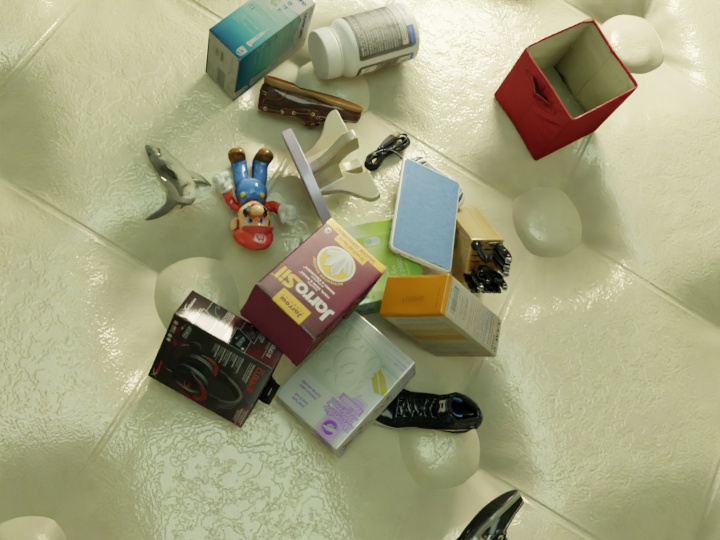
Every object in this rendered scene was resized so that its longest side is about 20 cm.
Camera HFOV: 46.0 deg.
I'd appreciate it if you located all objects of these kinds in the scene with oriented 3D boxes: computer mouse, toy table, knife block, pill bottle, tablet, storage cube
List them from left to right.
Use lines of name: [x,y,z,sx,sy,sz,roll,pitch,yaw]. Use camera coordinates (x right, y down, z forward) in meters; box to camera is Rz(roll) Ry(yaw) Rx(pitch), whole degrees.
toy table: [-0.052,-0.184,1.529,0.116,0.184,0.202,-25,87,-3]
pill bottle: [0.006,-0.443,1.650,0.198,0.114,0.115,-20,77,-19]
computer mouse: [0.110,-0.177,1.624,0.200,0.044,0.110,41,62,8]
tablet: [0.118,-0.101,1.538,0.129,0.014,0.202,22,58,-21]
knife block: [0.217,-0.049,1.532,0.063,0.176,0.202,2,71,-13]
storage cube: [0.398,-0.355,1.677,0.199,0.180,0.172,-28,79,-19]

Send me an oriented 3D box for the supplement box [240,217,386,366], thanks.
supplement box: [-0.074,0.032,1.361,0.131,0.103,0.200,42,53,5]

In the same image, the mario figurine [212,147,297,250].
mario figurine: [-0.186,-0.132,1.501,0.122,0.106,0.202,-17,64,18]

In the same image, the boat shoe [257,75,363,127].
boat shoe: [-0.096,-0.310,1.613,0.198,0.070,0.071,16,106,-4]

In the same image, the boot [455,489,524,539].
boot: [0.236,0.486,1.412,0.154,0.073,0.203,46,72,2]

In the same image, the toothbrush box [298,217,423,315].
toothbrush box: [0.000,0.000,1.514,0.198,0.086,0.147,-11,74,-15]

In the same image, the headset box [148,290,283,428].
headset box: [-0.222,0.149,1.370,0.199,0.149,0.075,30,33,-2]

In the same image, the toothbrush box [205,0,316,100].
toothbrush box: [-0.188,-0.435,1.585,0.085,0.147,0.200,46,69,5]

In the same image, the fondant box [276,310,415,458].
fondant box: [-0.022,0.190,1.430,0.144,0.058,0.200,38,73,20]

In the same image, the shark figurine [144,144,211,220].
shark figurine: [-0.325,-0.129,1.475,0.128,0.215,0.090,32,106,-31]

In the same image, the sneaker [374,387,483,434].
sneaker: [0.112,0.231,1.446,0.198,0.112,0.074,9,69,-10]

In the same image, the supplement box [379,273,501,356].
supplement box: [0.140,0.079,1.445,0.200,0.125,0.074,38,58,-46]
